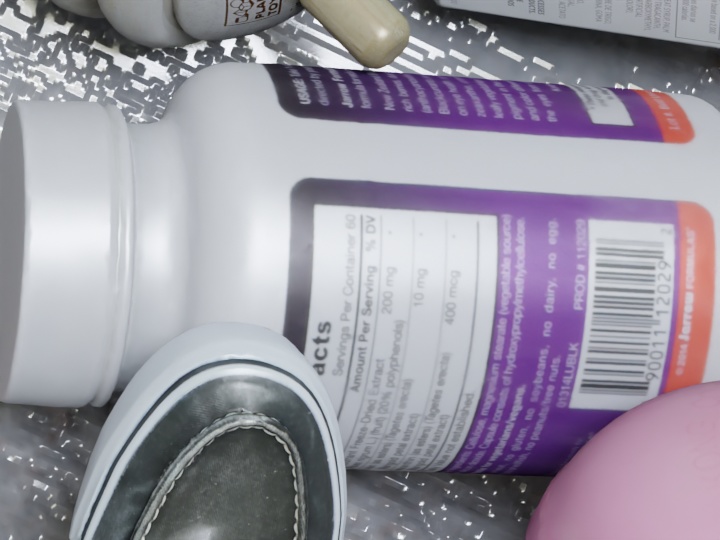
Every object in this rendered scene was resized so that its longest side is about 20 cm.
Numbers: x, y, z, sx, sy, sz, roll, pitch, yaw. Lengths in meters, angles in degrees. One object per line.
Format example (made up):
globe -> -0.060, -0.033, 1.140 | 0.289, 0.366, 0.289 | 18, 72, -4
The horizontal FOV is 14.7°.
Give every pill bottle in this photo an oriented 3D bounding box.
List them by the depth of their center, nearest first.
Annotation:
pill bottle -> 0.000, 0.000, 0.777 | 0.199, 0.111, 0.112 | 3, 77, -14

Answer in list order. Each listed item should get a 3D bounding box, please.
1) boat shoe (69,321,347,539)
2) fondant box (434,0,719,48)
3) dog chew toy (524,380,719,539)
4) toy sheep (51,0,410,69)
boat shoe -> -0.046, 0.115, 0.716 | 0.072, 0.071, 0.201 | 11, 106, -12
fondant box -> 0.131, -0.136, 0.821 | 0.199, 0.058, 0.145 | 10, 62, 8
dog chew toy -> 0.080, 0.126, 0.742 | 0.124, 0.200, 0.125 | 21, 32, -14
toy sheep -> -0.054, -0.131, 0.781 | 0.138, 0.138, 0.200 | -39, 68, -19
